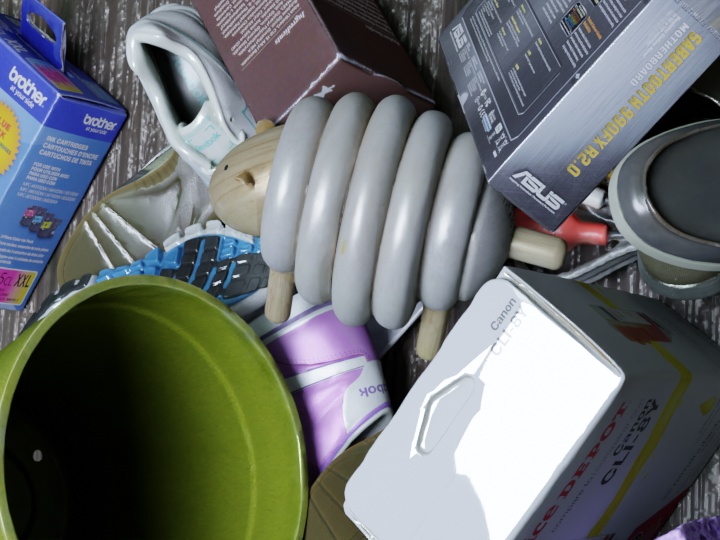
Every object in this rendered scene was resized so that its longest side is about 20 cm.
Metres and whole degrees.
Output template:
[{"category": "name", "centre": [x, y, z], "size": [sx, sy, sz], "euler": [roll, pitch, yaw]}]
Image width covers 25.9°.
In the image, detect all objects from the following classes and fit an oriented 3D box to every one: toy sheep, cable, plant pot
[{"category": "toy sheep", "centre": [0.014, -0.029, 0.849], "size": [0.197, 0.138, 0.140], "euler": [11, 91, 3]}, {"category": "cable", "centre": [0.153, -0.028, 0.849], "size": [0.198, 0.050, 0.098], "euler": [11, 79, 34]}, {"category": "plant pot", "centre": [-0.166, 0.122, 0.876], "size": [0.192, 0.199, 0.203], "euler": [-17, 76, 44]}]

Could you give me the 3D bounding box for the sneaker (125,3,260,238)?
[{"category": "sneaker", "centre": [-0.074, -0.067, 0.929], "size": [0.070, 0.080, 0.201], "euler": [-39, 94, 15]}]

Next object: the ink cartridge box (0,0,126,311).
[{"category": "ink cartridge box", "centre": [-0.256, -0.095, 1.108], "size": [0.136, 0.076, 0.201], "euler": [39, 104, 29]}]

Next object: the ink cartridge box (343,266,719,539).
[{"category": "ink cartridge box", "centre": [0.101, 0.087, 0.785], "size": [0.083, 0.199, 0.146], "euler": [41, 106, 28]}]

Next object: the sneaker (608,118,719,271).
[{"category": "sneaker", "centre": [0.219, -0.051, 0.718], "size": [0.197, 0.106, 0.076], "euler": [-5, 77, -13]}]

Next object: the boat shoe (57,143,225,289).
[{"category": "boat shoe", "centre": [-0.114, -0.046, 1.018], "size": [0.201, 0.066, 0.072], "euler": [-43, 89, 19]}]

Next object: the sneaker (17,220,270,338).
[{"category": "sneaker", "centre": [-0.116, 0.034, 0.973], "size": [0.198, 0.087, 0.075], "euler": [-17, 38, 35]}]

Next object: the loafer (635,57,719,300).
[{"category": "loafer", "centre": [0.176, -0.088, 0.809], "size": [0.074, 0.070, 0.202], "euler": [-2, 66, 19]}]

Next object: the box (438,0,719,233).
[{"category": "box", "centre": [0.118, -0.132, 0.821], "size": [0.159, 0.048, 0.201], "euler": [-48, 23, 18]}]

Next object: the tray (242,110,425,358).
[{"category": "tray", "centre": [0.000, 0.000, 0.964], "size": [0.200, 0.022, 0.108], "euler": [-49, 63, 19]}]

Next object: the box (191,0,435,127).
[{"category": "box", "centre": [-0.045, -0.162, 0.952], "size": [0.075, 0.100, 0.201], "euler": [-43, 56, 21]}]

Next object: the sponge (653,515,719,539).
[{"category": "sponge", "centre": [0.113, 0.189, 0.819], "size": [0.199, 0.111, 0.030], "euler": [-37, 68, 24]}]

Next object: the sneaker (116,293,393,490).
[{"category": "sneaker", "centre": [-0.066, 0.103, 0.944], "size": [0.200, 0.072, 0.115], "euler": [-34, 73, 31]}]

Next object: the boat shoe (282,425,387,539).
[{"category": "boat shoe", "centre": [0.036, 0.115, 0.877], "size": [0.201, 0.063, 0.073], "euler": [-51, 48, -1]}]
